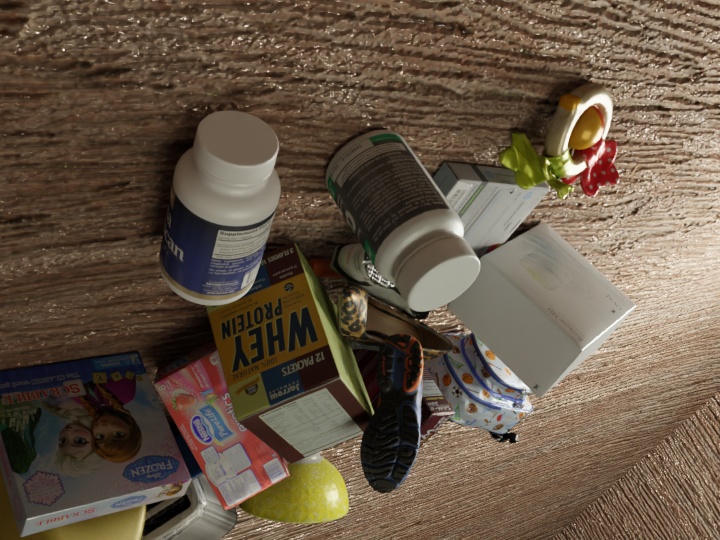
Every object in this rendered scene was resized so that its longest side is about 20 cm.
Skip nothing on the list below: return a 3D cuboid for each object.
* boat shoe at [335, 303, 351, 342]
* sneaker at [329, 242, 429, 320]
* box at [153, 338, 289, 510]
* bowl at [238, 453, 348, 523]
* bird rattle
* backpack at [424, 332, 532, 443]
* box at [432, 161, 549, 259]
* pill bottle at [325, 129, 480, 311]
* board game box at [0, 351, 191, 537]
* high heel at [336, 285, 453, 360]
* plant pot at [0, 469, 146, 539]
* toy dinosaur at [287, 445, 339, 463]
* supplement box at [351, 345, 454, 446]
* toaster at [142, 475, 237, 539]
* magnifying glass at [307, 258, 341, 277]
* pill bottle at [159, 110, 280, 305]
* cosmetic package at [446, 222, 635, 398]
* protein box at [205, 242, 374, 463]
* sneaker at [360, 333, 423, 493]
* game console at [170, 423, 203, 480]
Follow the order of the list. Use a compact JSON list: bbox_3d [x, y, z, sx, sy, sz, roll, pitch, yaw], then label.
[{"bbox_3d":[-0.055,0.136,1.364,0.070,0.066,0.200,-7,142,-35],"label":"boat shoe"},{"bbox_3d":[0.035,0.009,1.221,0.200,0.080,0.074,38,64,-47],"label":"sneaker"},{"bbox_3d":[-0.187,0.204,1.202,0.102,0.201,0.095,-29,-169,-5],"label":"box"},{"bbox_3d":[-0.115,0.367,1.587,0.200,0.200,0.108,3,93,-45],"label":"bowl"},{"bbox_3d":[0.299,-0.171,1.210,0.199,0.113,0.164,-12,128,-36],"label":"bird rattle"},{"bbox_3d":[0.204,0.193,1.578,0.190,0.200,0.154,6,129,-38],"label":"backpack"},{"bbox_3d":[0.154,-0.079,1.264,0.199,0.041,0.156,0,139,-41],"label":"box"},{"bbox_3d":[0.049,-0.059,1.037,0.113,0.200,0.113,-22,149,-15],"label":"pill bottle"},{"bbox_3d":[-0.331,0.199,1.071,0.199,0.200,0.041,-7,142,-37],"label":"board game box"},{"bbox_3d":[0.047,0.067,1.176,0.142,0.072,0.200,4,158,12],"label":"high heel"},{"bbox_3d":[-0.402,0.331,1.203,0.194,0.200,0.196,8,131,-48],"label":"plant pot"},{"bbox_3d":[-0.098,0.260,1.473,0.135,0.086,0.200,-34,160,3],"label":"toy dinosaur"},{"bbox_3d":[0.048,0.172,1.378,0.061,0.200,0.109,4,135,-46],"label":"supplement box"},{"bbox_3d":[-0.301,0.411,1.501,0.200,0.114,0.129,-32,148,4],"label":"toaster"},{"bbox_3d":[0.000,0.000,1.263,0.199,0.022,0.080,2,135,-47],"label":"magnifying glass"},{"bbox_3d":[-0.146,-0.065,0.938,0.111,0.111,0.200,-12,144,-30],"label":"pill bottle"},{"bbox_3d":[0.279,0.054,1.368,0.200,0.199,0.123,-27,155,-46],"label":"cosmetic package"},{"bbox_3d":[-0.089,0.112,1.150,0.134,0.199,0.200,-23,150,3],"label":"protein box"},{"bbox_3d":[0.051,0.186,1.143,0.075,0.201,0.078,8,161,16],"label":"sneaker"},{"bbox_3d":[-0.206,0.264,1.358,0.199,0.119,0.171,-28,152,-5],"label":"game console"}]
